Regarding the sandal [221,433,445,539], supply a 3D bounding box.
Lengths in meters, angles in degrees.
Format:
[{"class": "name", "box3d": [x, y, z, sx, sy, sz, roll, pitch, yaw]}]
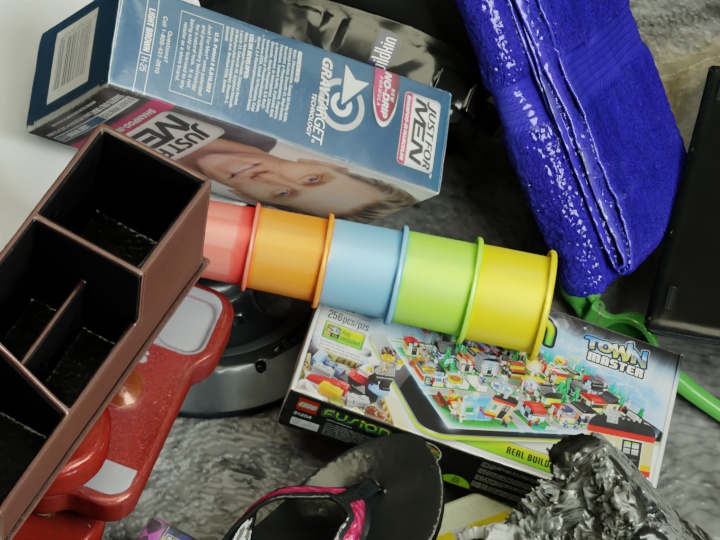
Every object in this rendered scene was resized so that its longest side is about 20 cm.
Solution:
[{"class": "sandal", "box3d": [-0.038, 0.145, 1.467, 0.200, 0.045, 0.075, -32, 60, -18]}]

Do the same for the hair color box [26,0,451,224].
[{"class": "hair color box", "box3d": [-0.063, -0.082, 1.540, 0.200, 0.100, 0.061, 17, 70, -27]}]

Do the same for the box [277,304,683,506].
[{"class": "box", "box3d": [0.065, 0.063, 1.565, 0.199, 0.035, 0.110, 19, 53, -3]}]

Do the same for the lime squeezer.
[{"class": "lime squeezer", "box3d": [0.151, 0.024, 1.641, 0.071, 0.038, 0.200, 2, 49, -44]}]

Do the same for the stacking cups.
[{"class": "stacking cups", "box3d": [0.000, 0.000, 1.538, 0.199, 0.061, 0.061, 11, 56, 0]}]

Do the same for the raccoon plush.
[{"class": "raccoon plush", "box3d": [0.115, 0.176, 1.479, 0.134, 0.200, 0.097, -41, 37, 9]}]

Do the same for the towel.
[{"class": "towel", "box3d": [0.125, -0.100, 1.596, 0.049, 0.200, 0.148, -10, 17, 37]}]

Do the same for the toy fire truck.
[{"class": "toy fire truck", "box3d": [-0.184, 0.049, 1.527, 0.199, 0.112, 0.168, 20, 56, 7]}]

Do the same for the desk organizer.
[{"class": "desk organizer", "box3d": [-0.151, 0.030, 1.429, 0.072, 0.077, 0.200, 28, 58, 10]}]

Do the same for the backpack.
[{"class": "backpack", "box3d": [-0.010, -0.180, 1.655, 0.190, 0.154, 0.201, 3, 93, -2]}]

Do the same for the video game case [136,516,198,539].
[{"class": "video game case", "box3d": [-0.074, 0.244, 1.460, 0.181, 0.036, 0.200, 27, 57, 9]}]

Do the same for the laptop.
[{"class": "laptop", "box3d": [0.274, 0.005, 1.636, 0.199, 0.116, 0.188, 10, 55, 12]}]

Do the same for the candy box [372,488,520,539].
[{"class": "candy box", "box3d": [0.096, 0.199, 1.499, 0.102, 0.026, 0.200, -17, 58, -39]}]

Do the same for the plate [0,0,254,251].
[{"class": "plate", "box3d": [-0.168, -0.107, 1.561, 0.200, 0.032, 0.200, -16, 84, -34]}]

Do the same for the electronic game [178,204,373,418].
[{"class": "electronic game", "box3d": [-0.089, -0.012, 1.622, 0.199, 0.042, 0.201, 4, 64, -8]}]
